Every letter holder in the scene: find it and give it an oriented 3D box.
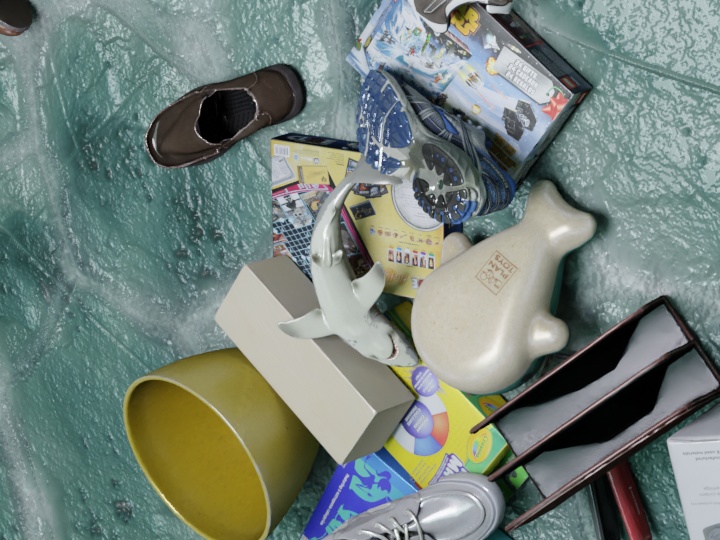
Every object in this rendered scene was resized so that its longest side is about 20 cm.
[{"bbox_3d":[0.192,0.124,1.493,0.200,0.142,0.101,-38,79,22],"label":"letter holder"}]

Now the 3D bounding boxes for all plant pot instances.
[{"bbox_3d":[-0.115,0.155,1.735,0.199,0.142,0.201,29,137,30],"label":"plant pot"}]

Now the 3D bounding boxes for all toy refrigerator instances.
[{"bbox_3d":[-0.044,0.083,1.672,0.200,0.070,0.076,46,124,22],"label":"toy refrigerator"}]

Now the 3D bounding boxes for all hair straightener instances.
[{"bbox_3d":[0.198,0.165,1.594,0.077,0.041,0.201,-20,92,37],"label":"hair straightener"}]

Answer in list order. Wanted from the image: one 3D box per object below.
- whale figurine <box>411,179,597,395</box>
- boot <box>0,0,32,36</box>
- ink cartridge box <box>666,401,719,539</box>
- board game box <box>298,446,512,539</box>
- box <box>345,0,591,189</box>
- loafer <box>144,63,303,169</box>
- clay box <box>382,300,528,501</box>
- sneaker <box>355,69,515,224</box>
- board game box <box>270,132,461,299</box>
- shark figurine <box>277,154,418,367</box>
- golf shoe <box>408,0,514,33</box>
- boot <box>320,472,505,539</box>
[{"bbox_3d":[0.138,0.020,1.572,0.159,0.104,0.201,41,100,32],"label":"whale figurine"},{"bbox_3d":[-0.440,-0.230,1.912,0.186,0.064,0.201,41,121,34],"label":"boot"},{"bbox_3d":[0.338,0.208,1.441,0.085,0.147,0.201,-10,99,38],"label":"ink cartridge box"},{"bbox_3d":[0.048,0.273,1.731,0.200,0.045,0.153,38,122,19],"label":"board game box"},{"bbox_3d":[0.093,-0.177,1.565,0.200,0.040,0.137,46,126,15],"label":"box"},{"bbox_3d":[-0.149,-0.152,1.725,0.199,0.071,0.073,-24,90,38],"label":"loafer"},{"bbox_3d":[0.074,0.141,1.670,0.200,0.047,0.115,46,126,17],"label":"clay box"},{"bbox_3d":[0.065,-0.107,1.538,0.200,0.085,0.077,53,133,39],"label":"sneaker"},{"bbox_3d":[0.004,-0.052,1.670,0.199,0.035,0.136,12,110,32],"label":"board game box"},{"bbox_3d":[-0.014,-0.017,1.624,0.127,0.090,0.216,-2,108,8],"label":"shark figurine"},{"bbox_3d":[0.127,-0.272,1.484,0.199,0.078,0.095,-23,103,20],"label":"golf shoe"},{"bbox_3d":[0.039,0.252,1.641,0.199,0.095,0.074,-28,89,38],"label":"boot"}]
